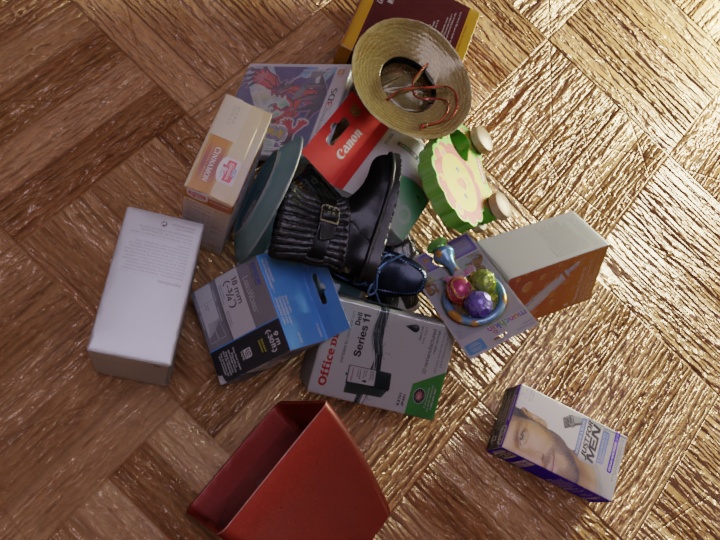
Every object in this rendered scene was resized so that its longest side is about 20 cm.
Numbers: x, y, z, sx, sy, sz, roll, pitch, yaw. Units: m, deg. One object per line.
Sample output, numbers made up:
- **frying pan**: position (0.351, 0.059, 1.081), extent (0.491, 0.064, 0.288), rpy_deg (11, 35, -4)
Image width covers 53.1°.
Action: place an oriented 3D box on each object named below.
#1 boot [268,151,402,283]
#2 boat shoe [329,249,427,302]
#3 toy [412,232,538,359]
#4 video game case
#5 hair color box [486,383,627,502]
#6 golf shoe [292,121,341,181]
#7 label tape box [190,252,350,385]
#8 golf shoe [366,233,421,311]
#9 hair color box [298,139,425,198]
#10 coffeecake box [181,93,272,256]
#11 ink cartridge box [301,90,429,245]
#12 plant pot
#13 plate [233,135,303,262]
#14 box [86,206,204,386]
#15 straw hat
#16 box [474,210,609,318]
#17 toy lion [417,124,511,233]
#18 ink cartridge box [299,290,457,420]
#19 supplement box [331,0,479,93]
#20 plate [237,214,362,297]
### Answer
- **boot**: position (-0.032, -0.094, 0.998), extent (0.157, 0.080, 0.213), rpy_deg (17, 63, -3)
- **boat shoe**: position (0.000, 0.000, 1.055), extent (0.198, 0.069, 0.085), rpy_deg (10, 90, 1)
- **toy**: position (0.157, 0.022, 1.058), extent (0.114, 0.047, 0.200), rpy_deg (-26, 50, -8)
- **video game case**: position (-0.123, -0.255, 1.153), extent (0.198, 0.023, 0.183), rpy_deg (7, 66, 25)
- **hair color box**: position (0.311, 0.274, 1.138), extent (0.199, 0.065, 0.110), rpy_deg (26, 67, -5)
- **golf shoe**: position (-0.089, -0.229, 1.176), extent (0.072, 0.092, 0.201), rpy_deg (35, 67, -4)
- **label tape box**: position (-0.131, 0.056, 1.016), extent (0.063, 0.199, 0.145), rpy_deg (2, 64, -62)
- **golf shoe**: position (0.064, -0.025, 1.172), extent (0.094, 0.078, 0.202), rpy_deg (19, 68, -29)
- **hair color box**: position (0.006, -0.177, 1.177), extent (0.109, 0.065, 0.200), rpy_deg (50, 61, -13)
- **coffeecake box**: position (-0.200, -0.132, 1.050), extent (0.073, 0.200, 0.155), rpy_deg (22, 67, -8)
- **ink cartridge box**: position (0.027, -0.162, 1.104), extent (0.200, 0.050, 0.161), rpy_deg (48, 56, -20)
- **plant pot**: position (-0.082, 0.308, 0.952), extent (0.176, 0.200, 0.200), rpy_deg (47, 65, -11)
- **plate**: position (-0.140, -0.107, 1.025), extent (0.025, 0.200, 0.201), rpy_deg (27, 66, -19)
- **box**: position (-0.292, 0.040, 0.992), extent (0.105, 0.152, 0.202), rpy_deg (14, 68, -12)
- **straw hat**: position (0.068, -0.279, 1.120), extent (0.199, 0.085, 0.203), rpy_deg (3, 78, -16)
- **box**: position (0.284, 0.001, 1.173), extent (0.199, 0.125, 0.098), rpy_deg (-17, 47, -20)
- **toy lion**: position (0.151, -0.151, 1.125), extent (0.191, 0.068, 0.202), rpy_deg (15, 57, -48)
- **ink cartridge box**: position (0.024, 0.124, 1.068), extent (0.198, 0.083, 0.148), rpy_deg (14, 92, -12)
- **supplement box**: position (0.070, -0.381, 1.250), extent (0.199, 0.133, 0.198), rpy_deg (24, 67, -8)
- **plate**: position (-0.089, -0.003, 1.106), extent (0.198, 0.026, 0.202), rpy_deg (0, 89, -8)
